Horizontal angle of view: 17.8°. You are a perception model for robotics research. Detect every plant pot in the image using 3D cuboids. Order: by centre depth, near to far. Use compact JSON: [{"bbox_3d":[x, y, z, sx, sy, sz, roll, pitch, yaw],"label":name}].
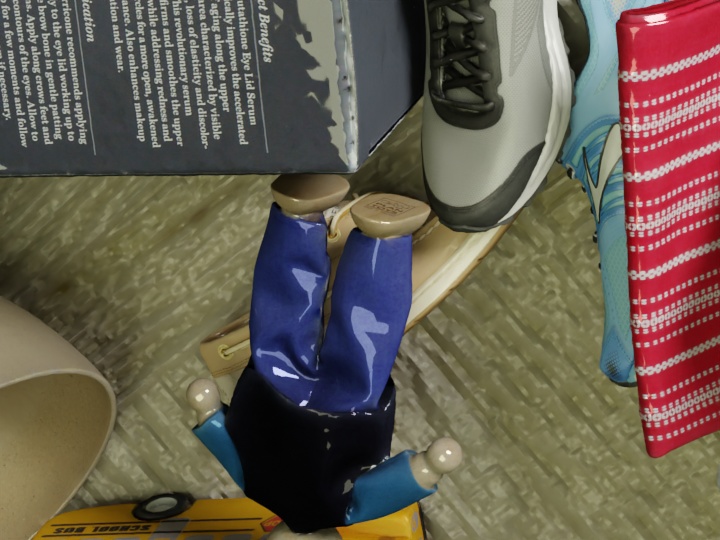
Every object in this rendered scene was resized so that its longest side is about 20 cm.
[{"bbox_3d":[-0.238,0.071,1.129,0.135,0.200,0.201,49,117,21],"label":"plant pot"}]

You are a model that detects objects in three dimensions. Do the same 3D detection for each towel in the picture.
[{"bbox_3d":[0.173,-0.031,0.992,0.022,0.144,0.201,24,126,54],"label":"towel"}]

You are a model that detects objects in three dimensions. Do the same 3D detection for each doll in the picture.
[{"bbox_3d":[-0.015,0.061,1.043,0.136,0.048,0.201,17,113,19],"label":"doll"}]

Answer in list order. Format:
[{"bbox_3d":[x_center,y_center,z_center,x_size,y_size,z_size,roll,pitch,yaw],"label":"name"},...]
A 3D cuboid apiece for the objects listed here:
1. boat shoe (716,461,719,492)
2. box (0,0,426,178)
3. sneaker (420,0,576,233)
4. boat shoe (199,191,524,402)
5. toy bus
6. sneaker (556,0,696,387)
[{"bbox_3d":[0.240,0.042,0.998,0.200,0.072,0.071,-56,44,6],"label":"boat shoe"},{"bbox_3d":[-0.078,-0.110,1.022,0.199,0.148,0.105,-1,109,16],"label":"box"},{"bbox_3d":[0.051,-0.116,0.996,0.074,0.079,0.201,15,101,40],"label":"sneaker"},{"bbox_3d":[0.000,0.000,1.080,0.200,0.074,0.069,-42,92,21],"label":"boat shoe"},{"bbox_3d":[-0.067,0.155,1.154,0.199,0.078,0.065,-4,109,18],"label":"toy bus"},{"bbox_3d":[0.124,-0.047,1.037,0.090,0.078,0.201,10,105,26],"label":"sneaker"}]
